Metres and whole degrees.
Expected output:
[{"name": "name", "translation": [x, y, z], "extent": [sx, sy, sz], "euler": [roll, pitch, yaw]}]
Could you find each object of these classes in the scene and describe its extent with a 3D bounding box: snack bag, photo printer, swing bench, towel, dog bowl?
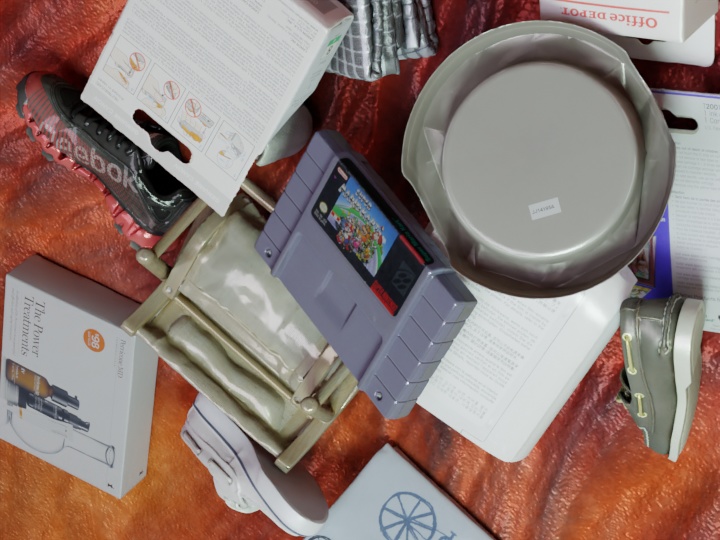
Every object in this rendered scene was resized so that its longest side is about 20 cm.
[{"name": "snack bag", "translation": [0.028, 0.286, 1.902], "extent": [0.189, 0.200, 0.021], "euler": [42, 174, 5]}, {"name": "photo printer", "translation": [0.107, 0.030, 1.671], "extent": [0.166, 0.069, 0.200], "euler": [34, 123, 6]}, {"name": "swing bench", "translation": [-0.087, 0.041, 1.844], "extent": [0.199, 0.130, 0.200], "euler": [41, 159, 6]}, {"name": "towel", "translation": [-0.041, -0.245, 1.683], "extent": [0.165, 0.086, 0.200], "euler": [7, 120, 32]}, {"name": "dog bowl", "translation": [0.132, -0.078, 1.571], "extent": [0.200, 0.059, 0.201], "euler": [-1, 87, 14]}]

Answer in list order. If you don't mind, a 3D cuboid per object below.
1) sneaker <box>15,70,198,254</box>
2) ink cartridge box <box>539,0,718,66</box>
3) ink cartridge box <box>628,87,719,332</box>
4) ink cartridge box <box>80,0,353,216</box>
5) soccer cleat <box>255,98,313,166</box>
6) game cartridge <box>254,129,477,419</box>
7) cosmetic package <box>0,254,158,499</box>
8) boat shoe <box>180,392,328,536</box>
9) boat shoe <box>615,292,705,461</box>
[{"name": "sneaker", "translation": [-0.214, -0.110, 1.889], "extent": [0.200, 0.071, 0.098], "euler": [46, 132, 0]}, {"name": "ink cartridge box", "translation": [0.190, -0.234, 1.544], "extent": [0.116, 0.067, 0.200], "euler": [10, 121, 29]}, {"name": "ink cartridge box", "translation": [0.241, -0.051, 1.632], "extent": [0.198, 0.043, 0.200], "euler": [9, 121, 30]}, {"name": "ink cartridge box", "translation": [-0.114, -0.167, 1.685], "extent": [0.161, 0.050, 0.200], "euler": [40, 128, 11]}, {"name": "soccer cleat", "translation": [-0.134, -0.148, 1.802], "extent": [0.200, 0.086, 0.070], "euler": [25, 127, 20]}, {"name": "game cartridge", "translation": [0.000, 0.000, 1.670], "extent": [0.200, 0.038, 0.130], "euler": [51, 132, 31]}, {"name": "cosmetic package", "translation": [-0.270, 0.102, 2.065], "extent": [0.151, 0.052, 0.200], "euler": [22, 126, 19]}, {"name": "boat shoe", "translation": [-0.097, 0.184, 1.937], "extent": [0.065, 0.073, 0.200], "euler": [-57, 42, 15]}, {"name": "boat shoe", "translation": [0.229, 0.081, 1.665], "extent": [0.060, 0.072, 0.202], "euler": [11, 149, 13]}]
